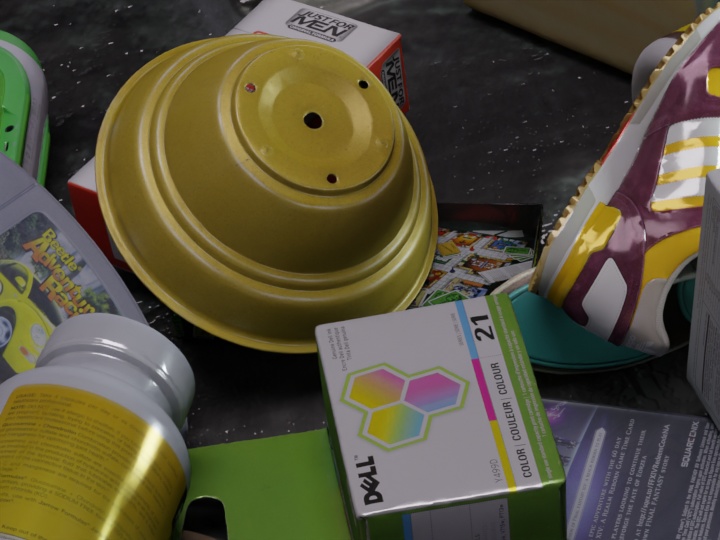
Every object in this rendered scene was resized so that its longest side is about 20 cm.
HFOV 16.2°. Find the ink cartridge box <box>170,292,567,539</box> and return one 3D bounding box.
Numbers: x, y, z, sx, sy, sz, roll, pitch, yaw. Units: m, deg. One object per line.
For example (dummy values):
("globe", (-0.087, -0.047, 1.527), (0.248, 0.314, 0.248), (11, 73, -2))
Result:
("ink cartridge box", (-0.009, 0.099, 1.254), (0.199, 0.076, 0.148), (-9, 39, -5))

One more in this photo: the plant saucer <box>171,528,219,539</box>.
("plant saucer", (-0.121, 0.207, 1.227), (0.199, 0.030, 0.200), (-5, 42, 4))

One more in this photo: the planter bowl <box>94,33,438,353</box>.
("planter bowl", (-0.037, -0.063, 1.365), (0.200, 0.083, 0.201), (10, 59, -18))

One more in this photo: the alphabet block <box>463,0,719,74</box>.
("alphabet block", (0.188, -0.250, 1.553), (0.200, 0.196, 0.196), (28, 52, 33))

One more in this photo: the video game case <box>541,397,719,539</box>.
("video game case", (0.109, 0.123, 1.286), (0.199, 0.019, 0.143), (6, 44, 18))

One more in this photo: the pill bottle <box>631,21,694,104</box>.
("pill bottle", (0.263, -0.117, 1.452), (0.200, 0.109, 0.109), (-26, 44, -18))

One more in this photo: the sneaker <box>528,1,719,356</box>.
("sneaker", (0.171, -0.047, 1.329), (0.090, 0.075, 0.200), (33, 75, 5))

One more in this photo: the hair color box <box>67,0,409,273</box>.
("hair color box", (-0.067, -0.074, 1.471), (0.101, 0.061, 0.200), (21, 50, 30))

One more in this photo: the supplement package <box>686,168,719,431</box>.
("supplement package", (0.270, 0.051, 1.220), (0.151, 0.151, 0.200), (-15, 45, -13))

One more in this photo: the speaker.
("speaker", (-0.232, -0.056, 1.495), (0.088, 0.089, 0.200), (-5, 42, 5))

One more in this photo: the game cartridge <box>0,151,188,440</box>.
("game cartridge", (-0.184, 0.036, 1.327), (0.133, 0.200, 0.041), (-38, 4, -31))

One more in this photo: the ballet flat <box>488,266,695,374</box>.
("ballet flat", (0.161, 0.013, 1.378), (0.199, 0.068, 0.062), (-9, 14, -5))

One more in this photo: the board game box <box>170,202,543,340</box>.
("board game box", (0.000, 0.000, 1.437), (0.199, 0.024, 0.105), (1, 44, 12))

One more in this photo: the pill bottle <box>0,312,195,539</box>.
("pill bottle", (-0.147, 0.118, 1.223), (0.112, 0.112, 0.200), (5, 45, 16))
